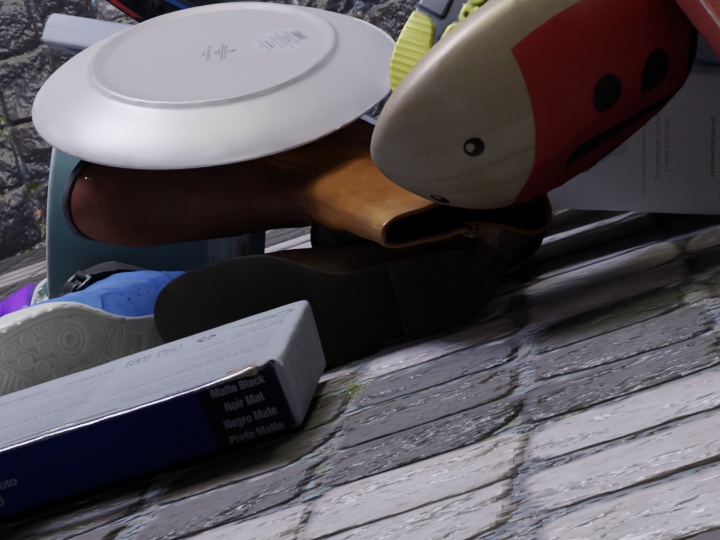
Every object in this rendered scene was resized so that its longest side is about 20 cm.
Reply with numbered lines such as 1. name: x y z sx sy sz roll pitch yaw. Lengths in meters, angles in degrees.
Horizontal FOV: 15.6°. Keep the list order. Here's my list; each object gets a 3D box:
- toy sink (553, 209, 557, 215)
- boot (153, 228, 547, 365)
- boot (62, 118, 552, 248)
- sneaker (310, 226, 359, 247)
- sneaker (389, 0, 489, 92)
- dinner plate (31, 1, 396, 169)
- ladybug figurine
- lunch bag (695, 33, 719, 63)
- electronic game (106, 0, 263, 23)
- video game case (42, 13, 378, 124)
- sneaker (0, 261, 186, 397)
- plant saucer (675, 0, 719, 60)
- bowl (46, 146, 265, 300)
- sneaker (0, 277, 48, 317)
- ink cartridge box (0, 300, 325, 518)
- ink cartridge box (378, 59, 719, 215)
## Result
1. toy sink: 0.131 -0.141 1.619 0.200 0.112 0.130 -59 -3 23
2. boot: 0.000 0.000 1.418 0.186 0.064 0.200 -4 12 11
3. boot: -0.032 -0.030 1.331 0.188 0.069 0.200 -4 15 -30
4. sneaker: 0.013 -0.022 1.624 0.090 0.067 0.200 -19 1 32
5. sneaker: 0.083 -0.147 1.364 0.074 0.082 0.200 26 74 27
6. dinner plate: -0.077 -0.107 1.396 0.199 0.024 0.200 -5 28 3
7. ladybug figurine: 0.092 -0.089 1.241 0.200 0.072 0.136 -33 -17 -32
8. lunch bag: 0.220 -0.174 1.406 0.169 0.124 0.200 3 9 -11
9. electronic game: -0.096 -0.149 1.607 0.042 0.200 0.200 -61 11 -4
10. video game case: -0.075 -0.106 1.596 0.182 0.023 0.200 23 -4 -33
11. sneaker: -0.147 0.043 1.416 0.200 0.077 0.111 -18 9 -37
12. plant saucer: 0.238 -0.115 1.229 0.200 0.200 0.037 -22 -20 -36
13. bowl: -0.115 -0.026 1.566 0.105 0.202 0.201 2 8 7
14. sneaker: -0.222 0.054 1.678 0.099 0.070 0.200 -26 2 -3
15. ink cartridge box: -0.119 0.075 1.211 0.199 0.041 0.200 -18 6 8
16. ink cartridge box: 0.123 -0.084 1.471 0.199 0.085 0.146 4 12 16
